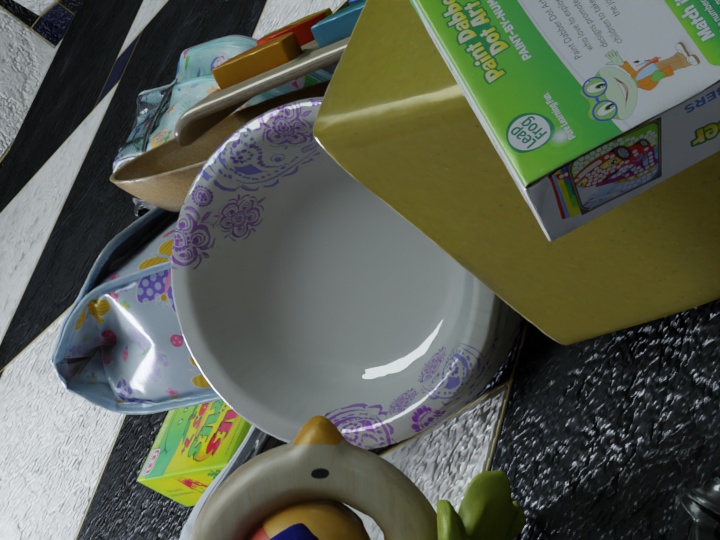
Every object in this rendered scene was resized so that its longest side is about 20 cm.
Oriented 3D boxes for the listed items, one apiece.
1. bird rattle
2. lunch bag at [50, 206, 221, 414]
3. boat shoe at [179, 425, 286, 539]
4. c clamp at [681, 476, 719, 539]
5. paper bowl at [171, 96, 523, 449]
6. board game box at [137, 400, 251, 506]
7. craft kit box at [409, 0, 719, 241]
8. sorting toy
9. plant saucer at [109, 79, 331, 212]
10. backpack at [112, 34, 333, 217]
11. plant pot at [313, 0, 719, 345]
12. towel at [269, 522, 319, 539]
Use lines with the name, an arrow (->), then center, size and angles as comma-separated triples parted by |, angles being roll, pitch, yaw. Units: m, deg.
bird rattle -> -0.012, 0.163, 0.949 | 0.200, 0.163, 0.113 | -44, 3, 17
lunch bag -> -0.099, 0.008, 1.302 | 0.200, 0.127, 0.170 | -17, 15, 33
boat shoe -> -0.054, 0.143, 1.240 | 0.200, 0.070, 0.066 | -59, 14, -24
c clamp -> 0.184, 0.052, 0.767 | 0.200, 0.027, 0.171 | -55, 8, 5
paper bowl -> 0.000, 0.000, 1.121 | 0.201, 0.201, 0.104 | -55, -16, 15
board game box -> -0.093, 0.113, 1.417 | 0.200, 0.048, 0.102 | -21, 42, 64
craft kit box -> 0.118, -0.135, 0.788 | 0.197, 0.049, 0.200 | -27, 51, 2
sorting toy -> -0.020, -0.157, 1.286 | 0.200, 0.037, 0.185 | -25, 10, 20
plant saucer -> -0.064, -0.080, 1.257 | 0.200, 0.035, 0.200 | -19, 12, 4
backpack -> -0.081, -0.093, 1.505 | 0.200, 0.177, 0.151 | 4, 70, 67
plant pot -> 0.138, -0.100, 0.903 | 0.200, 0.195, 0.194 | -9, 51, 48
towel -> -0.026, 0.232, 0.856 | 0.148, 0.050, 0.200 | -53, 57, 26
